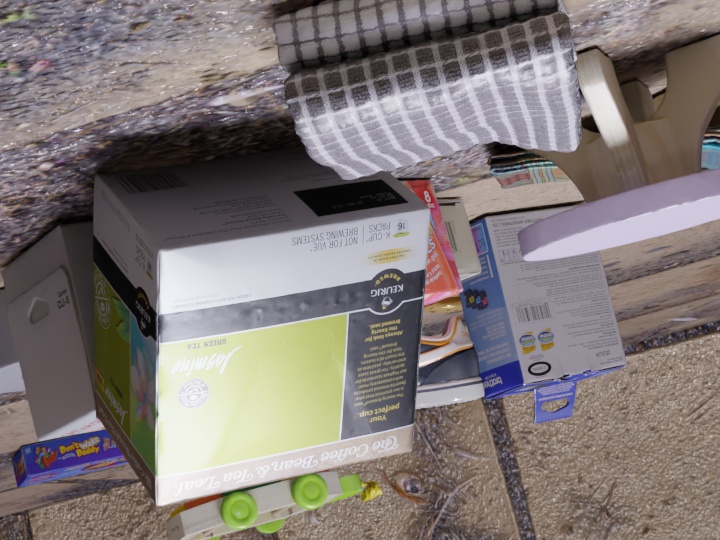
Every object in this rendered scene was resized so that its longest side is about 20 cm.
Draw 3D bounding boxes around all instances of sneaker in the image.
[{"bbox_3d":[0.000,0.086,1.564,0.198,0.080,0.078,-10,176,-3],"label":"sneaker"}]

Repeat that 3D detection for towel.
[{"bbox_3d":[0.208,-0.089,1.520,0.198,0.022,0.147,-7,175,9],"label":"towel"},{"bbox_3d":[0.047,-0.108,1.078,0.164,0.086,0.200,-15,171,7],"label":"towel"}]

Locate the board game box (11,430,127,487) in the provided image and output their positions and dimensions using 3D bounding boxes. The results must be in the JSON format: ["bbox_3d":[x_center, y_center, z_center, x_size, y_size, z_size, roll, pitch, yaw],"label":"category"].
[{"bbox_3d":[-0.410,0.272,2.758,0.199,0.045,0.134,-11,170,-20],"label":"board game box"}]

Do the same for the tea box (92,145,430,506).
[{"bbox_3d":[-0.072,0.032,1.285,0.199,0.198,0.134,-9,-152,-25],"label":"tea box"}]

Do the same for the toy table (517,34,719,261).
[{"bbox_3d":[0.199,-0.088,1.333,0.199,0.118,0.184,-15,171,8],"label":"toy table"}]

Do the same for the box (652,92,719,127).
[{"bbox_3d":[0.314,-0.143,1.471,0.163,0.021,0.200,-6,168,-40],"label":"box"}]

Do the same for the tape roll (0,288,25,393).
[{"bbox_3d":[-0.253,0.052,1.632,0.199,0.067,0.200,-13,171,-2],"label":"tape roll"}]

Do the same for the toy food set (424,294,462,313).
[{"bbox_3d":[0.047,0.023,1.968,0.197,0.049,0.200,-14,171,1],"label":"toy food set"}]

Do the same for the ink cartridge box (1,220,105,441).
[{"bbox_3d":[-0.157,0.038,1.452,0.199,0.146,0.145,-8,169,-30],"label":"ink cartridge box"}]

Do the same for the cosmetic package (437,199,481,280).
[{"bbox_3d":[0.000,0.000,1.687,0.199,0.072,0.105,-22,168,40],"label":"cosmetic package"}]

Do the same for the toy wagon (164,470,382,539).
[{"bbox_3d":[-0.078,0.215,1.708,0.199,0.040,0.155,-13,169,-22],"label":"toy wagon"}]

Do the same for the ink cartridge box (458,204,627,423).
[{"bbox_3d":[0.176,0.045,1.821,0.136,0.201,0.076,-8,169,-33],"label":"ink cartridge box"}]

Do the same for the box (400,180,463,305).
[{"bbox_3d":[-0.025,0.001,1.571,0.199,0.103,0.094,-24,168,39],"label":"box"}]
